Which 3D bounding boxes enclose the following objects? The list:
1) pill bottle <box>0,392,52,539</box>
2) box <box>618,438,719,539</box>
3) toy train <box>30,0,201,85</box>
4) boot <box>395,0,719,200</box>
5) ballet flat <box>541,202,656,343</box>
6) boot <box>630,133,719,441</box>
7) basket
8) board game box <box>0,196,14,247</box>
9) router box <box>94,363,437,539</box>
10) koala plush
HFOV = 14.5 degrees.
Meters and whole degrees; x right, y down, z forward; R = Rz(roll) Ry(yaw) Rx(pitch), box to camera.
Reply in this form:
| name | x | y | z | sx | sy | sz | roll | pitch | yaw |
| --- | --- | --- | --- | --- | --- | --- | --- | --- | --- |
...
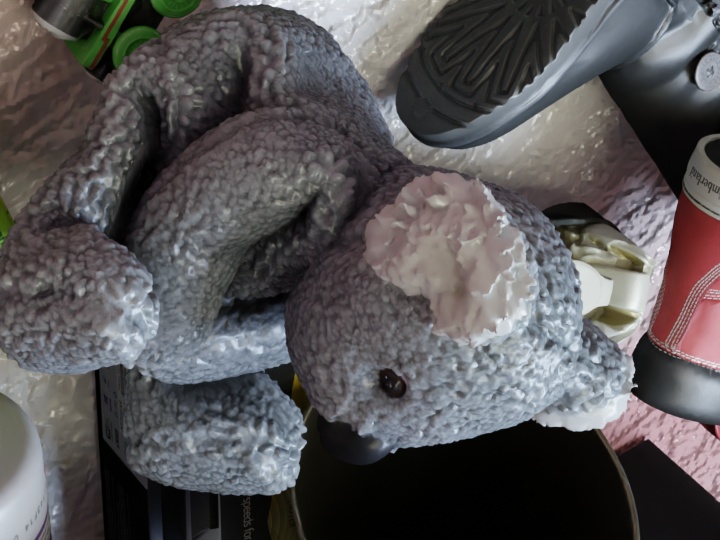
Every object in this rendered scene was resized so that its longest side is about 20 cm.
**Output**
| name | x | y | z | sx | sy | sz | roll | pitch | yaw |
| --- | --- | --- | --- | --- | --- | --- | --- | --- | --- |
| pill bottle | -0.178 | 0.152 | 1.165 | 0.111 | 0.111 | 0.201 | -19 | 128 | -23 |
| box | 0.143 | 0.218 | 1.403 | 0.124 | 0.149 | 0.201 | -26 | 131 | -19 |
| toy train | -0.062 | -0.162 | 1.087 | 0.056 | 0.042 | 0.200 | 25 | 103 | -32 |
| boot | 0.123 | -0.070 | 1.263 | 0.165 | 0.066 | 0.200 | -43 | 138 | 0 |
| ballet flat | 0.084 | 0.008 | 1.227 | 0.200 | 0.068 | 0.068 | -4 | 106 | -62 |
| boot | 0.211 | 0.008 | 1.292 | 0.199 | 0.072 | 0.145 | -5 | 123 | -33 |
| basket | 0.046 | 0.161 | 1.226 | 0.136 | 0.181 | 0.200 | -18 | 139 | -12 |
| board game box | -0.199 | -0.037 | 1.069 | 0.101 | 0.048 | 0.200 | -33 | 133 | -12 |
| router box | -0.035 | 0.091 | 1.263 | 0.157 | 0.052 | 0.201 | -17 | 127 | -25 |
| koala plush | 0.000 | 0.000 | 1.066 | 0.184 | 0.199 | 0.177 | -64 | 148 | -14 |
